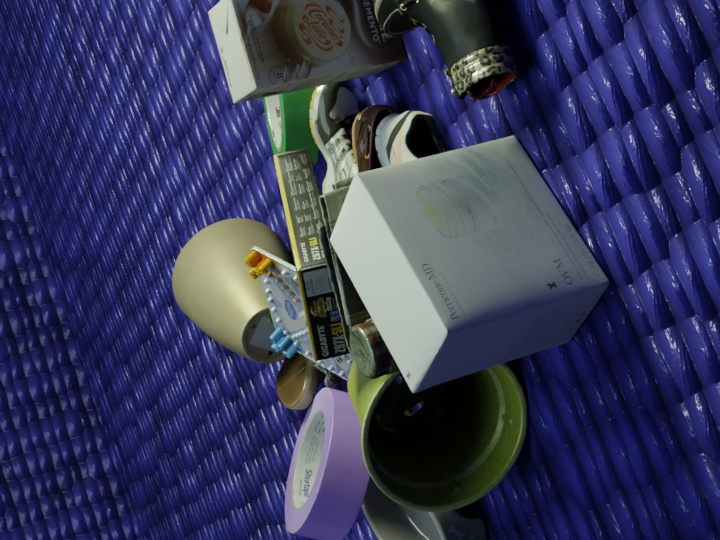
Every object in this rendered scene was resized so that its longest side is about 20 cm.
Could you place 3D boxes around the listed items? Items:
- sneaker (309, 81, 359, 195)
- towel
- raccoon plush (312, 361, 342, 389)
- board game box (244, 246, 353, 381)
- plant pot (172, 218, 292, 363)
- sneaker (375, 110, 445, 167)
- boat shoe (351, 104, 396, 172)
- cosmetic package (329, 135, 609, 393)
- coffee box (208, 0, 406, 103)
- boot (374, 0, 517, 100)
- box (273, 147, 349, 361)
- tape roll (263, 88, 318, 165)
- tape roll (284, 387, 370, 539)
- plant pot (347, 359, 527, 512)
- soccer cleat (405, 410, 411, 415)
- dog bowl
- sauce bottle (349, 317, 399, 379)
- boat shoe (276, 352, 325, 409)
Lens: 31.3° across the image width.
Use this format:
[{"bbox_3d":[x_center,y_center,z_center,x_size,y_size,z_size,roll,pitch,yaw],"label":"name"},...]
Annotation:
[{"bbox_3d":[-0.006,-0.150,1.635,0.088,0.076,0.201,15,124,46],"label":"sneaker"},{"bbox_3d":[0.047,-0.020,1.429,0.035,0.200,0.193,9,113,56],"label":"towel"},{"bbox_3d":[-0.027,0.094,1.752,0.200,0.096,0.134,170,78,-80],"label":"raccoon plush"},{"bbox_3d":[-0.056,0.078,1.674,0.200,0.026,0.200,28,149,30],"label":"board game box"},{"bbox_3d":[-0.162,0.049,1.888,0.200,0.187,0.188,-130,33,-55],"label":"plant pot"},{"bbox_3d":[0.071,-0.091,1.490,0.080,0.074,0.201,-17,89,63],"label":"sneaker"},{"bbox_3d":[0.033,-0.102,1.562,0.070,0.070,0.201,178,77,-69],"label":"boat shoe"},{"bbox_3d":[0.107,-0.010,1.311,0.200,0.199,0.123,61,152,25],"label":"cosmetic package"},{"bbox_3d":[-0.062,-0.275,1.503,0.080,0.199,0.115,-15,92,64],"label":"coffee box"},{"bbox_3d":[0.087,-0.246,1.354,0.203,0.073,0.154,-27,75,61],"label":"boot"},{"bbox_3d":[-0.057,-0.019,1.515,0.160,0.049,0.200,79,178,-47],"label":"box"},{"bbox_3d":[-0.097,-0.236,1.718,0.200,0.048,0.201,171,90,-80],"label":"tape roll"},{"bbox_3d":[-0.042,0.263,1.734,0.200,0.065,0.201,-165,90,-77],"label":"tape roll"},{"bbox_3d":[0.070,0.156,1.528,0.184,0.200,0.201,-139,39,-67],"label":"plant pot"},{"bbox_3d":[0.018,0.223,1.806,0.200,0.067,0.081,-45,54,55],"label":"soccer cleat"},{"bbox_3d":[0.075,0.320,1.687,0.200,0.059,0.201,37,143,34],"label":"dog bowl"},{"bbox_3d":[0.086,0.059,1.394,0.065,0.199,0.065,43,142,47],"label":"sauce bottle"},{"bbox_3d":[-0.077,0.141,1.871,0.072,0.065,0.200,-44,23,19],"label":"boat shoe"}]
